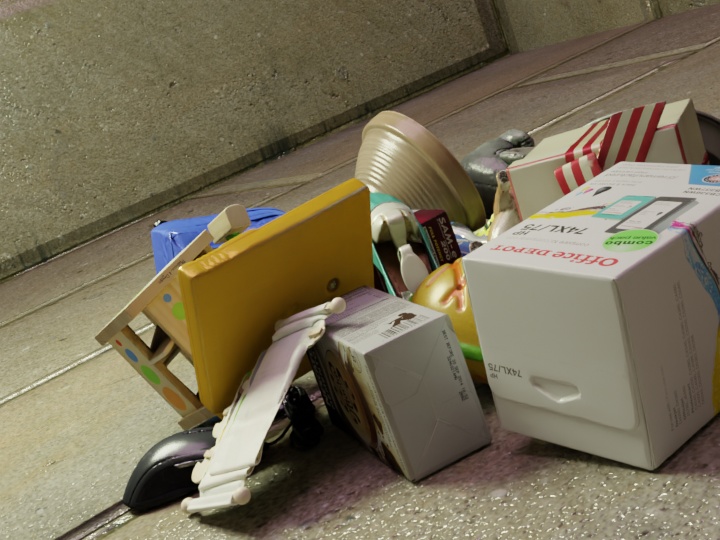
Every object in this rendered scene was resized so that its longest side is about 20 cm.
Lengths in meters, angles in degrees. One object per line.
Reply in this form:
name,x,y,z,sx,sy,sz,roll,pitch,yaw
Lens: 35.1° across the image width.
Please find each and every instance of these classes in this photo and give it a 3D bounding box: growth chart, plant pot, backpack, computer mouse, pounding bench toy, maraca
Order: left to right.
computer mouse,-0.133,0.155,1.081,0.198,0.046,0.141,-20,13,2
pounding bench toy,-0.144,0.046,1.198,0.200,0.156,0.124,-48,9,-30
backpack,-0.150,0.008,1.486,0.198,0.164,0.167,-12,17,-26
growth chart,-0.087,0.115,0.963,0.144,0.018,0.201,-16,45,63
plant pot,0.056,-0.094,1.437,0.093,0.202,0.200,-42,19,-17
maraca,0.135,0.048,0.995,0.198,0.108,0.137,16,32,23

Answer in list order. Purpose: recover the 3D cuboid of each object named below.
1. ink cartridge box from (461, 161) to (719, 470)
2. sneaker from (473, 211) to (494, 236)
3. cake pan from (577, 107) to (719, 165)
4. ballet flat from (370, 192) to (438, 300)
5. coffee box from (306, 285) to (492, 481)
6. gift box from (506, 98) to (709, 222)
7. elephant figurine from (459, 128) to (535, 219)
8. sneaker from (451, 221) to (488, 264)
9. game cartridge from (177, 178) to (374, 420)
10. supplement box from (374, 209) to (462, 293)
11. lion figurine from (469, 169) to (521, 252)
ink cartridge box,0.203,0.024,0.844,0.199,0.147,0.146,-30,24,-34
sneaker,0.173,-0.042,1.357,0.199,0.077,0.075,-12,17,43
cake pan,0.309,-0.103,1.232,0.198,0.200,0.037,-14,58,27
ballet flat,0.045,-0.018,1.153,0.067,0.201,0.071,-17,-32,-11
coffee box,0.021,0.089,0.968,0.079,0.114,0.200,-24,12,-15
gift box,0.259,-0.064,1.076,0.198,0.186,0.187,-18,10,27
elephant figurine,0.216,-0.104,1.432,0.155,0.142,0.200,-39,25,-6
sneaker,0.106,-0.009,1.320,0.077,0.076,0.199,-24,13,-28
game cartridge,-0.071,0.028,1.052,0.199,0.178,0.032,-28,44,-29
supplement box,0.000,0.000,1.248,0.199,0.061,0.108,-29,16,-26
lion figurine,0.154,-0.024,1.197,0.201,0.072,0.123,-61,-16,-17
